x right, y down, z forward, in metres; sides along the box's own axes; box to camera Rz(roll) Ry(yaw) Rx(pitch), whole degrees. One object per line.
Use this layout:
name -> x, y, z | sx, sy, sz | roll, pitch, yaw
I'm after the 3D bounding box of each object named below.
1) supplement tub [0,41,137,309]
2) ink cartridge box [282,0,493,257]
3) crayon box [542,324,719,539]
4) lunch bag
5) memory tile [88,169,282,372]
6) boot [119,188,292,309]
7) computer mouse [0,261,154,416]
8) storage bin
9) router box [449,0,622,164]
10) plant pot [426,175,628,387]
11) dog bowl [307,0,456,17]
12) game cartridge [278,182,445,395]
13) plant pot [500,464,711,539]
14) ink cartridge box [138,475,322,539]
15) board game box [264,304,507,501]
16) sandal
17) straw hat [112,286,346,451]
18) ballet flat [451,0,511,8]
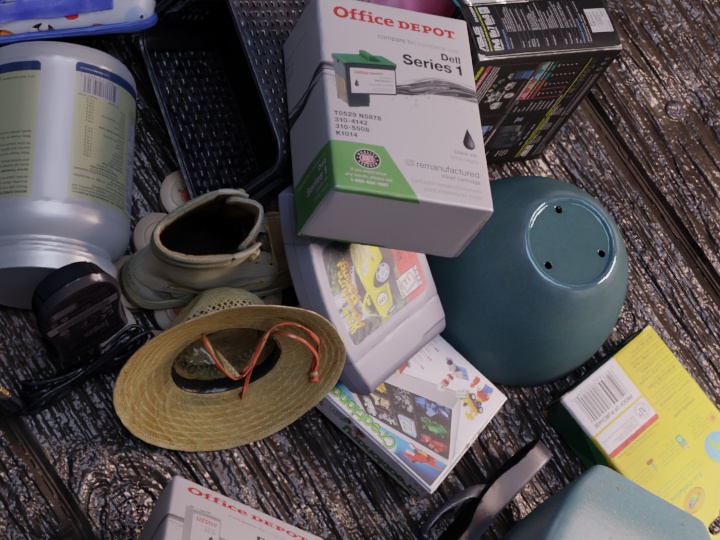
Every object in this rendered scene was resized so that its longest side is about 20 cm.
supplement tub -> -0.266, -0.078, 1.583 | 0.145, 0.145, 0.200 | 6, 71, -17
ink cartridge box -> 0.020, -0.122, 1.554 | 0.146, 0.084, 0.200 | 7, 58, -22
crayon box -> 0.281, 0.168, 1.740 | 0.127, 0.051, 0.200 | -36, 86, -25
lunch bag -> -0.282, -0.242, 1.621 | 0.200, 0.160, 0.076 | -9, 115, -16
memory tile -> -0.148, 0.017, 1.663 | 0.153, 0.017, 0.200 | 31, 66, -7
boot -> -0.098, -0.026, 1.599 | 0.200, 0.155, 0.072 | -13, 78, -21
computer mouse -> -0.254, 0.052, 1.521 | 0.140, 0.200, 0.046 | -32, 71, -5
storage bin -> -0.102, -0.160, 1.657 | 0.094, 0.135, 0.200 | -7, 73, -42
router box -> 0.128, -0.169, 1.712 | 0.150, 0.200, 0.062 | -8, 65, -25
plant pot -> 0.166, -0.006, 1.712 | 0.200, 0.135, 0.200 | 6, 71, -16
dog bowl -> 0.011, -0.252, 1.744 | 0.200, 0.074, 0.200 | 9, 75, -33
game cartridge -> 0.000, 0.000, 1.608 | 0.133, 0.041, 0.200 | -37, 118, -35
plant pot -> 0.198, 0.288, 1.604 | 0.196, 0.196, 0.200 | 29, 56, -8
ink cartridge box -> -0.110, 0.263, 1.491 | 0.146, 0.200, 0.083 | 25, 107, -10
board game box -> 0.021, 0.095, 1.681 | 0.200, 0.035, 0.126 | 43, 61, -2
sandal -> 0.092, 0.213, 1.653 | 0.043, 0.076, 0.200 | 48, 54, -1
straw hat -> -0.118, 0.063, 1.586 | 0.201, 0.201, 0.085 | -1, 49, -19
ballet flat -> 0.136, -0.236, 1.755 | 0.069, 0.200, 0.069 | -10, 63, 21
